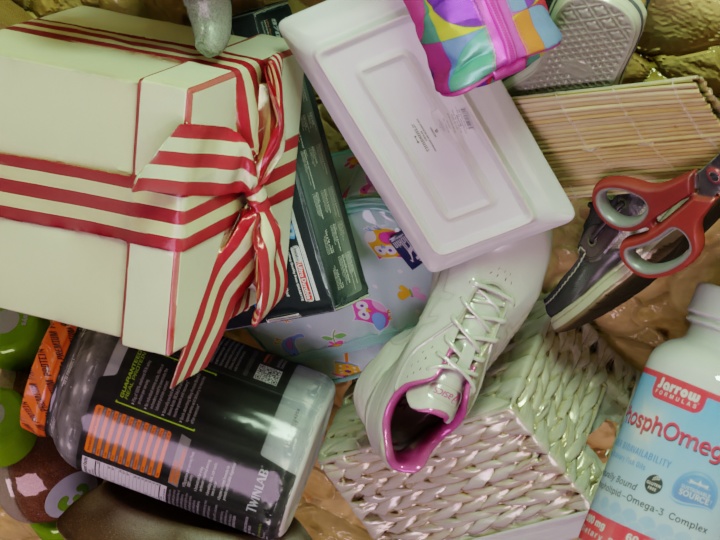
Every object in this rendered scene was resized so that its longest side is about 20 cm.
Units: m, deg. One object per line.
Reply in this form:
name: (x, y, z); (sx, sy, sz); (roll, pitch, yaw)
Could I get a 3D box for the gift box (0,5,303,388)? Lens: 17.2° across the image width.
gift box: (-0.138, -0.048, 1.432); (0.186, 0.200, 0.186); (12, 114, 20)

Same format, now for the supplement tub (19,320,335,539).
supplement tub: (-0.127, 0.098, 1.647); (0.199, 0.123, 0.123); (21, 140, 4)

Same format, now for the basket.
basket: (0.086, 0.113, 1.667); (0.199, 0.136, 0.124); (-18, 122, 38)

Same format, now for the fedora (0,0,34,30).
fedora: (-0.268, -0.136, 1.594); (0.199, 0.082, 0.201); (14, 140, 12)

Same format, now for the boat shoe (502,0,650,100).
boat shoe: (0.129, -0.133, 1.431); (0.074, 0.063, 0.200); (21, 152, -2)

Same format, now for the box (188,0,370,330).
box: (-0.093, -0.061, 1.552); (0.158, 0.046, 0.201); (-11, 99, 34)

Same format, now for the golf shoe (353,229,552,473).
golf shoe: (0.066, 0.047, 1.526); (0.075, 0.092, 0.201); (24, 116, -16)

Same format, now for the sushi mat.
sushi mat: (0.142, -0.078, 1.439); (0.199, 0.012, 0.096); (-3, 143, 40)

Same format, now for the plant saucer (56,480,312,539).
plant saucer: (-0.117, 0.184, 1.705); (0.199, 0.200, 0.037); (15, 98, 10)

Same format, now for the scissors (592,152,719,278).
scissors: (0.209, -0.048, 1.398); (0.073, 0.014, 0.200); (54, 143, -6)

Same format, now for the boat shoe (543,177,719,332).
boat shoe: (0.178, -0.034, 1.514); (0.066, 0.072, 0.201); (55, 134, 12)

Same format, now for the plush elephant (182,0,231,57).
plush elephant: (-0.090, -0.203, 1.377); (0.164, 0.155, 0.200); (-4, 134, 28)

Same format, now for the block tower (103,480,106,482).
block tower: (-0.156, 0.161, 1.894); (0.199, 0.058, 0.054); (-12, 130, 37)

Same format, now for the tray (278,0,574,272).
tray: (0.041, -0.085, 1.433); (0.107, 0.022, 0.200); (-21, 120, 21)

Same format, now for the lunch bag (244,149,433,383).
lunch bag: (0.000, 0.000, 1.623); (0.199, 0.077, 0.161); (-14, 128, 36)

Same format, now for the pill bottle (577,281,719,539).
pill bottle: (0.222, 0.115, 1.546); (0.108, 0.201, 0.109); (21, 179, 0)

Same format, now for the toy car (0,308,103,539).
toy car: (-0.174, 0.108, 1.784); (0.199, 0.159, 0.165); (-6, 146, 14)

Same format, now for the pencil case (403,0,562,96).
pencil case: (0.043, -0.199, 1.329); (0.088, 0.088, 0.201); (-14, 109, 36)
